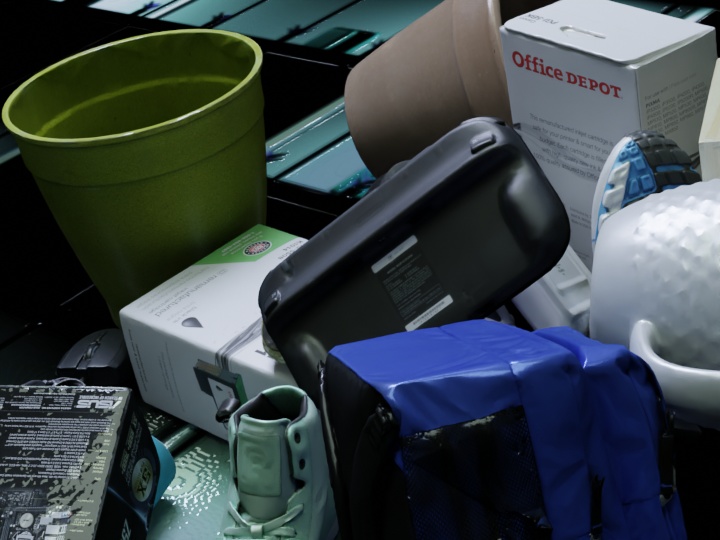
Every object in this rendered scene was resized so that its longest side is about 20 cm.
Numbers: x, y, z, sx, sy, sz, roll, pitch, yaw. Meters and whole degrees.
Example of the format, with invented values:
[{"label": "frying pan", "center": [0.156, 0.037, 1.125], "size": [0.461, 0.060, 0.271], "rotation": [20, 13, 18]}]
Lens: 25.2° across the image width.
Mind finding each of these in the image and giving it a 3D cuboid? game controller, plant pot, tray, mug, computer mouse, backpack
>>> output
[{"label": "game controller", "center": [0.029, -0.001, 0.963], "size": [0.200, 0.105, 0.042], "rotation": [-37, -13, 18]}, {"label": "plant pot", "center": [-0.155, -0.058, 1.249], "size": [0.199, 0.194, 0.201], "rotation": [-9, 29, 5]}, {"label": "plant pot", "center": [0.086, -0.149, 1.354], "size": [0.174, 0.201, 0.200], "rotation": [-16, 24, 29]}, {"label": "tray", "center": [0.123, 0.002, 1.053], "size": [0.022, 0.108, 0.200], "rotation": [-40, -8, 15]}, {"label": "mug", "center": [0.212, 0.028, 0.864], "size": [0.174, 0.149, 0.200], "rotation": [2, 21, 18]}, {"label": "computer mouse", "center": [-0.200, 0.068, 1.131], "size": [0.058, 0.034, 0.200], "rotation": [3, 7, 9]}, {"label": "backpack", "center": [0.075, 0.133, 0.802], "size": [0.167, 0.202, 0.163], "rotation": [-10, 6, -5]}]

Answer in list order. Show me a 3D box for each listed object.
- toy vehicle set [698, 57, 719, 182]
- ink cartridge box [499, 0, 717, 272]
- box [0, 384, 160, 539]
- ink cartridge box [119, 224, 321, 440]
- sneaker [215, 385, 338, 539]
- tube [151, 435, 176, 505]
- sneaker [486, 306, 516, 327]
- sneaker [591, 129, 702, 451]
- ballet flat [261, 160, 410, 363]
[{"label": "toy vehicle set", "center": [0.243, -0.020, 1.020], "size": [0.026, 0.201, 0.124], "rotation": [-2, 30, 20]}, {"label": "ink cartridge box", "center": [0.185, -0.084, 1.156], "size": [0.083, 0.201, 0.147], "rotation": [-26, 32, -26]}, {"label": "box", "center": [-0.232, 0.155, 0.930], "size": [0.198, 0.086, 0.165], "rotation": [0, 49, 9]}, {"label": "ink cartridge box", "center": [-0.046, 0.053, 1.119], "size": [0.199, 0.085, 0.146], "rotation": [17, 40, 42]}, {"label": "sneaker", "center": [-0.066, 0.150, 0.916], "size": [0.073, 0.119, 0.201], "rotation": [-1, 31, 15]}, {"label": "tube", "center": [-0.185, 0.180, 0.990], "size": [0.077, 0.051, 0.200], "rotation": [6, 39, 28]}, {"label": "sneaker", "center": [0.090, 0.063, 1.016], "size": [0.079, 0.129, 0.200], "rotation": [-45, 30, 35]}, {"label": "sneaker", "center": [0.169, 0.009, 1.008], "size": [0.074, 0.201, 0.087], "rotation": [-9, 18, -14]}, {"label": "ballet flat", "center": [0.000, 0.000, 1.074], "size": [0.066, 0.057, 0.200], "rotation": [24, 48, 20]}]
